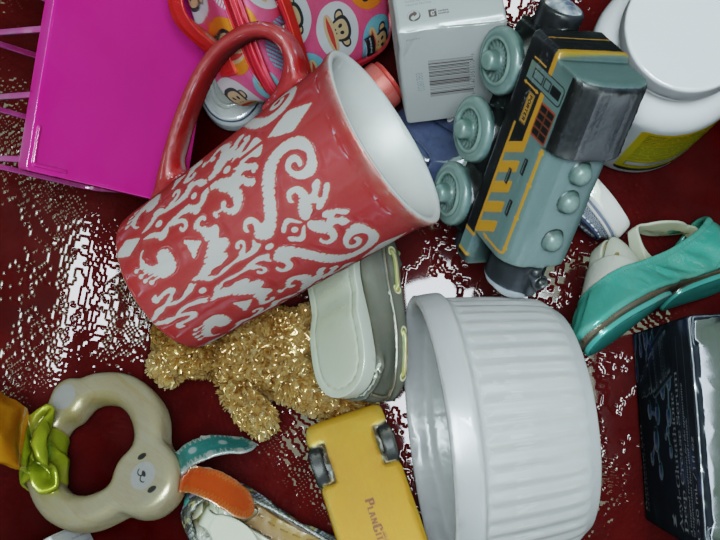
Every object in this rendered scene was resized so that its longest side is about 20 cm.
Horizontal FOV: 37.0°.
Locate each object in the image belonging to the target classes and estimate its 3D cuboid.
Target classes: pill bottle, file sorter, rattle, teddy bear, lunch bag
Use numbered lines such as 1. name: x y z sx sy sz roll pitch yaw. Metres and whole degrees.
1. pill bottle: 0.216 -0.144 0.780 0.111 0.200 0.114 0 84 3
2. file sorter: -0.211 -0.165 0.828 0.124 0.138 0.203 7 87 42
3. rattle: -0.187 0.123 0.788 0.198 0.144 0.131 13 53 31
4. teddy bear: -0.071 0.061 0.845 0.199 0.067 0.146 31 84 6
5. lunch bag: -0.073 -0.230 0.806 0.176 0.081 0.202 -35 115 -36

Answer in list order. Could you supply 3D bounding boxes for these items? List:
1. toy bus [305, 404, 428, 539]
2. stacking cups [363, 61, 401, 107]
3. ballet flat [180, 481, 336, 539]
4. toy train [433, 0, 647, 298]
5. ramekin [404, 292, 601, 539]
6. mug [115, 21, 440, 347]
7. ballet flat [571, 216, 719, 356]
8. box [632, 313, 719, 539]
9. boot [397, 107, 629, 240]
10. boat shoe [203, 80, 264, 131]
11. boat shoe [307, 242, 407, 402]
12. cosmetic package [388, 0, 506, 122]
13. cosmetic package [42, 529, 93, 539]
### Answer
1. toy bus: 0.018 0.205 0.779 0.064 0.078 0.202 -18 66 -5
2. stacking cups: -0.054 -0.092 0.870 0.199 0.061 0.061 -39 83 -6
3. ballet flat: -0.054 0.226 0.826 0.199 0.072 0.073 29 86 6
4. toy train: 0.116 -0.079 0.731 0.084 0.114 0.202 -1 127 -28
5. ramekin: 0.097 0.112 0.768 0.104 0.200 0.203 -6 84 -6
6. mug: -0.067 -0.058 0.760 0.199 0.133 0.179 -32 57 19
7. ballet flat: 0.209 0.004 0.801 0.199 0.068 0.071 -19 67 -37
8. box: 0.263 0.109 0.750 0.106 0.200 0.151 -3 83 4
9. boot: 0.112 -0.074 0.849 0.090 0.073 0.200 -45 74 0
10. boat shoe: -0.103 -0.218 0.876 0.073 0.065 0.203 0 84 4
11. boat shoe: -0.002 0.001 0.816 0.072 0.060 0.204 -23 62 40
12. cosmetic package: 0.058 -0.228 0.814 0.080 0.113 0.202 -6 64 4
13. cosmetic package: -0.223 0.311 0.820 0.107 0.085 0.202 -27 84 1
